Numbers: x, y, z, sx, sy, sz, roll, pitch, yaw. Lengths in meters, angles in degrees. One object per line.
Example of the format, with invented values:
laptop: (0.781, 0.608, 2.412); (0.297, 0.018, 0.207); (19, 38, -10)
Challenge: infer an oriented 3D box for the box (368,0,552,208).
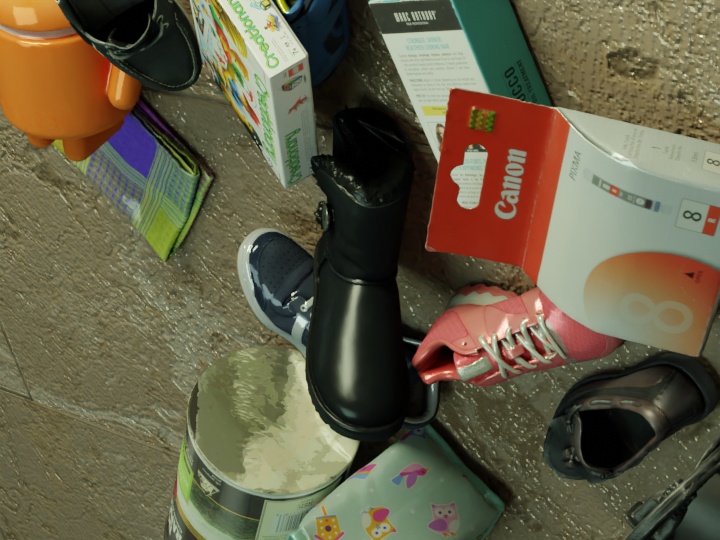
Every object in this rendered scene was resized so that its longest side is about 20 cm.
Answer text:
box: (0.084, -0.108, 1.603); (0.082, 0.049, 0.200); (4, 125, 48)

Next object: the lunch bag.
lunch bag: (0.009, 0.244, 1.937); (0.122, 0.170, 0.200); (46, 149, 13)

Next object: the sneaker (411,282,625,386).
sneaker: (0.113, 0.054, 1.697); (0.200, 0.087, 0.074); (-12, 114, 54)

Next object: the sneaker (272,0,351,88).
sneaker: (-0.045, -0.187, 1.657); (0.066, 0.078, 0.200); (40, 148, 13)

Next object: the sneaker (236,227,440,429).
sneaker: (-0.011, 0.047, 1.854); (0.108, 0.070, 0.200); (0, 130, 56)

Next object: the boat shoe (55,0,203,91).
boat shoe: (-0.177, -0.191, 1.738); (0.199, 0.074, 0.066); (56, -172, -40)

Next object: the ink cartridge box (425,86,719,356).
ink cartridge box: (0.143, -0.031, 1.536); (0.200, 0.050, 0.162); (11, 139, 3)

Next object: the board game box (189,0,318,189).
board game box: (-0.077, -0.151, 1.687); (0.126, 0.035, 0.200); (56, 170, 18)

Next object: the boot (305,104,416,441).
boot: (0.000, 0.000, 1.715); (0.076, 0.200, 0.168); (0, 141, -5)

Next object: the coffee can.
coffee can: (-0.085, 0.180, 2.010); (0.146, 0.146, 0.200); (39, 145, 18)

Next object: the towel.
towel: (-0.213, -0.109, 1.990); (0.200, 0.023, 0.144); (45, 146, 9)

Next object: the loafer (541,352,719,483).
loafer: (0.178, 0.114, 1.699); (0.072, 0.063, 0.200); (51, 148, -1)

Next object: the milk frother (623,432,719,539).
milk frother: (0.285, 0.184, 1.516); (0.188, 0.200, 0.181); (32, 139, 26)

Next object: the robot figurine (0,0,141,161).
robot figurine: (-0.233, -0.184, 1.854); (0.144, 0.117, 0.200); (-118, 17, -48)
